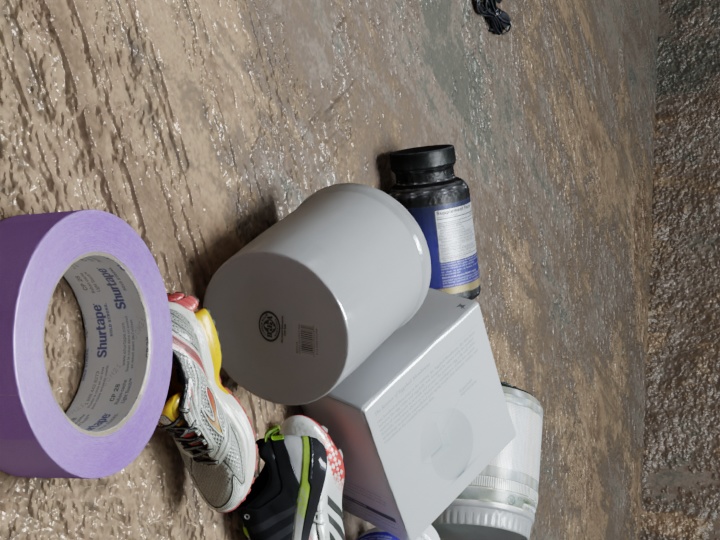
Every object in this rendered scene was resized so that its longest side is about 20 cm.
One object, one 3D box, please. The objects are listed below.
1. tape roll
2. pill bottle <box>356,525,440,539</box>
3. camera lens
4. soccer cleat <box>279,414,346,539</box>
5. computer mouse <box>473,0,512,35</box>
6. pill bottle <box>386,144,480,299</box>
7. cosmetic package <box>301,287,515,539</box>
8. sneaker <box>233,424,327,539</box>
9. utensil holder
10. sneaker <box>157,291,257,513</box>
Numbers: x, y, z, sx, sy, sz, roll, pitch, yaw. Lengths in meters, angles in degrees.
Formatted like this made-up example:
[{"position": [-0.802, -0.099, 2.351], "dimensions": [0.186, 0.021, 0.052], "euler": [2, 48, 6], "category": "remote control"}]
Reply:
[{"position": [-0.222, 0.056, 0.939], "dimensions": [0.200, 0.065, 0.202], "euler": [-2, 90, -67], "category": "tape roll"}, {"position": [0.025, 0.362, 1.408], "dimensions": [0.200, 0.111, 0.113], "euler": [-46, 129, -59], "category": "pill bottle"}, {"position": [0.164, 0.258, 1.678], "dimensions": [0.160, 0.159, 0.201], "euler": [45, 47, -57], "category": "camera lens"}, {"position": [-0.053, 0.250, 1.303], "dimensions": [0.085, 0.068, 0.201], "euler": [-51, 137, -62], "category": "soccer cleat"}, {"position": [0.233, -0.505, 2.064], "dimensions": [0.138, 0.052, 0.201], "euler": [28, 62, -62], "category": "computer mouse"}, {"position": [0.092, -0.059, 1.614], "dimensions": [0.112, 0.111, 0.201], "euler": [-29, 113, -64], "category": "pill bottle"}, {"position": [0.053, 0.156, 1.406], "dimensions": [0.199, 0.123, 0.201], "euler": [-39, 128, -31], "category": "cosmetic package"}, {"position": [-0.093, 0.248, 1.228], "dimensions": [0.072, 0.082, 0.201], "euler": [-134, -124, -75], "category": "sneaker"}, {"position": [-0.043, 0.021, 1.236], "dimensions": [0.200, 0.169, 0.171], "euler": [-39, 122, -58], "category": "utensil holder"}, {"position": [-0.155, 0.125, 1.087], "dimensions": [0.082, 0.077, 0.201], "euler": [-41, 115, -56], "category": "sneaker"}]
